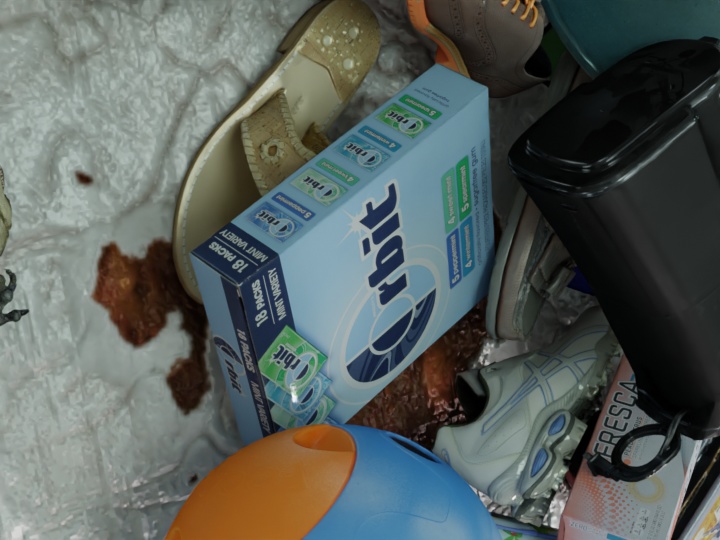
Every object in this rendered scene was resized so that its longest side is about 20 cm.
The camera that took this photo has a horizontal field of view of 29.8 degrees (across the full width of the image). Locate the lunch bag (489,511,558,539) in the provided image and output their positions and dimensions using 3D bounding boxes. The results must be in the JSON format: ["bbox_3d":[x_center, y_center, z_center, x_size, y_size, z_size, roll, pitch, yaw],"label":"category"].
[{"bbox_3d":[0.078,0.242,0.901,0.199,0.082,0.162,18,82,-35],"label":"lunch bag"}]

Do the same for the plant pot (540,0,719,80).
[{"bbox_3d":[0.238,-0.221,0.847,0.199,0.188,0.201,18,55,-28],"label":"plant pot"}]

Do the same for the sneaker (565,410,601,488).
[{"bbox_3d":[0.219,0.120,1.015,0.200,0.074,0.087,-37,136,-30],"label":"sneaker"}]

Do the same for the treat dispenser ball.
[{"bbox_3d":[-0.015,0.184,0.734,0.200,0.200,0.202,-3,96,-36],"label":"treat dispenser ball"}]

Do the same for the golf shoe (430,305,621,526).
[{"bbox_3d":[0.117,0.076,0.923,0.200,0.097,0.079,-50,160,-48],"label":"golf shoe"}]

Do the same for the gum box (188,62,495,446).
[{"bbox_3d":[0.000,0.000,0.805,0.200,0.044,0.170,-41,144,-27],"label":"gum box"}]

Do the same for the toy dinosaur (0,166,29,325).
[{"bbox_3d":[-0.212,0.037,0.671,0.047,0.088,0.201,34,73,-22],"label":"toy dinosaur"}]

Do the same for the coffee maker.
[{"bbox_3d":[0.181,-0.006,0.807,0.200,0.134,0.192,53,57,-27],"label":"coffee maker"}]

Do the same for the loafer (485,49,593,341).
[{"bbox_3d":[0.136,-0.046,0.886,0.072,0.063,0.201,32,74,-71],"label":"loafer"}]

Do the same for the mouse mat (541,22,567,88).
[{"bbox_3d":[0.229,-0.163,0.965,0.161,0.008,0.200,39,67,11],"label":"mouse mat"}]

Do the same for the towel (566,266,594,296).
[{"bbox_3d":[0.207,-0.040,0.998,0.199,0.049,0.149,17,77,-35],"label":"towel"}]

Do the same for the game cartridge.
[{"bbox_3d":[0.264,0.181,1.024,0.200,0.041,0.133,-54,143,-11],"label":"game cartridge"}]

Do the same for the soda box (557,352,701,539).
[{"bbox_3d":[0.191,0.117,0.907,0.064,0.068,0.200,89,24,-46],"label":"soda box"}]

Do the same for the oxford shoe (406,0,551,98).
[{"bbox_3d":[0.072,-0.168,0.815,0.200,0.072,0.072,49,43,-65],"label":"oxford shoe"}]

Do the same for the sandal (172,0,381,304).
[{"bbox_3d":[-0.037,-0.075,0.800,0.078,0.069,0.212,38,72,-32],"label":"sandal"}]
